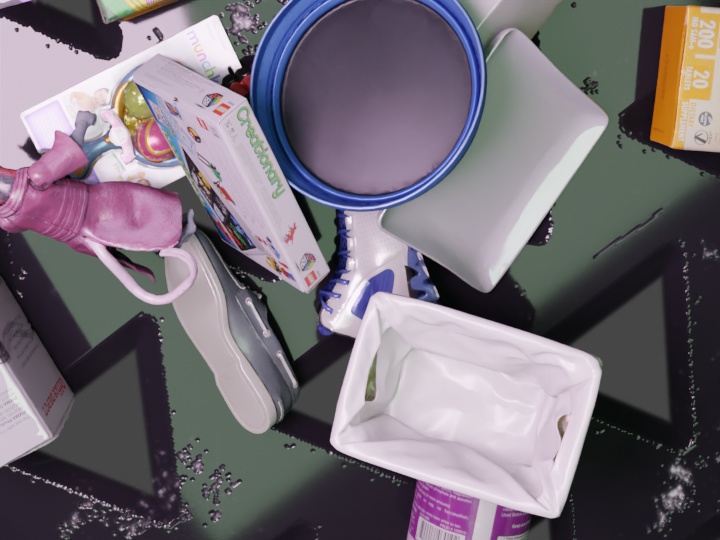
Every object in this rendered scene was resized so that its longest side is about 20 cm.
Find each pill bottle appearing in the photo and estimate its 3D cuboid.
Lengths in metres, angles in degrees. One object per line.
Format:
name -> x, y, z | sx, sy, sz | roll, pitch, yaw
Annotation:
pill bottle -> 0.110, 0.175, 1.241 | 0.110, 0.112, 0.203 | 9, 99, -5

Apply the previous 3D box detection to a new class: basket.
basket -> 0.091, 0.111, 1.124 | 0.197, 0.123, 0.138 | 16, 87, 12

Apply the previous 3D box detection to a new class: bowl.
bowl -> 0.008, -0.147, 1.102 | 0.197, 0.039, 0.204 | -2, 83, 16

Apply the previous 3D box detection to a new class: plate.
plate -> 0.114, -0.095, 1.188 | 0.201, 0.032, 0.199 | -55, 140, 6

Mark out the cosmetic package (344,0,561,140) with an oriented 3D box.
cosmetic package -> 0.080, -0.200, 1.165 | 0.085, 0.107, 0.201 | 40, 94, 24

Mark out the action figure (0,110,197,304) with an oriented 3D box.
action figure -> -0.250, -0.044, 1.136 | 0.198, 0.150, 0.134 | 18, 131, -35

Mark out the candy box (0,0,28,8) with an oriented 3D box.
candy box -> -0.298, -0.318, 1.061 | 0.070, 0.201, 0.170 | -14, 123, 0

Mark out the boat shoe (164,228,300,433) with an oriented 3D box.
boat shoe -> -0.116, 0.048, 1.240 | 0.061, 0.072, 0.202 | -29, 95, -42

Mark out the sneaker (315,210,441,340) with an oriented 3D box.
sneaker -> 0.000, 0.001, 1.219 | 0.114, 0.081, 0.202 | -24, 102, -1

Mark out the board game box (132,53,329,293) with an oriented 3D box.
board game box -> -0.106, -0.079, 1.131 | 0.035, 0.126, 0.201 | -43, 136, -18

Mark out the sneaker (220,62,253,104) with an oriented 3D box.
sneaker -> -0.048, -0.162, 1.203 | 0.199, 0.074, 0.087 | -34, 133, -7

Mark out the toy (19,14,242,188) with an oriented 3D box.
toy -> -0.191, -0.130, 1.200 | 0.198, 0.047, 0.116 | -26, 102, 1

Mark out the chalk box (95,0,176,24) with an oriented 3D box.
chalk box -> -0.187, -0.323, 1.128 | 0.122, 0.125, 0.203 | -19, 102, 0

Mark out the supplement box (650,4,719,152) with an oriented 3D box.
supplement box -> 0.372, -0.168, 1.217 | 0.197, 0.074, 0.128 | 3, 100, -5

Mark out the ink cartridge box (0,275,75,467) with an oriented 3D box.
ink cartridge box -> -0.341, 0.064, 1.174 | 0.083, 0.145, 0.202 | -29, 100, 1
